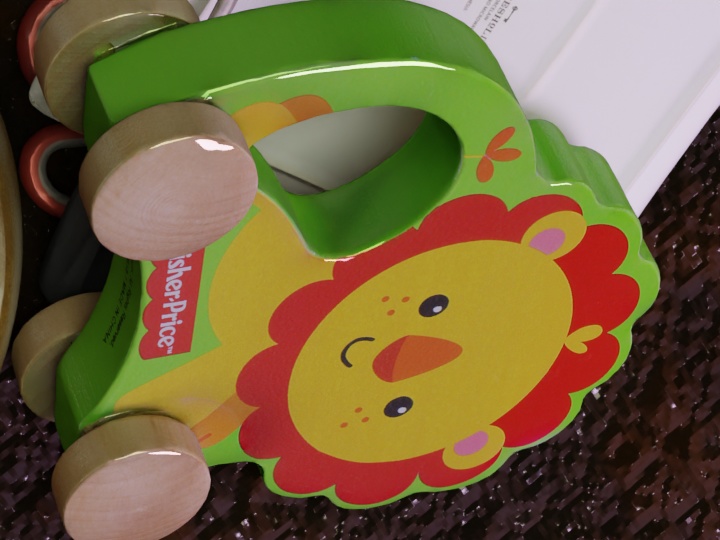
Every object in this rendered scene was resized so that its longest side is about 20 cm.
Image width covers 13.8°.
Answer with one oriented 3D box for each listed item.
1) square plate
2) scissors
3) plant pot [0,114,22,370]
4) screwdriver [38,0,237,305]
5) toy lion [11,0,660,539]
[{"bbox_3d":[0.034,-0.082,0.880,0.197,0.028,0.200,23,117,-25],"label":"square plate"},{"bbox_3d":[-0.015,-0.070,0.931,0.199,0.014,0.074,-16,98,-18],"label":"scissors"},{"bbox_3d":[-0.165,0.008,0.828,0.200,0.027,0.201,-20,117,-45],"label":"plant pot"},{"bbox_3d":[-0.053,-0.053,0.842,0.029,0.200,0.028,-25,67,-37],"label":"screwdriver"},{"bbox_3d":[0.000,0.000,0.868,0.191,0.069,0.201,-10,140,-18],"label":"toy lion"}]
